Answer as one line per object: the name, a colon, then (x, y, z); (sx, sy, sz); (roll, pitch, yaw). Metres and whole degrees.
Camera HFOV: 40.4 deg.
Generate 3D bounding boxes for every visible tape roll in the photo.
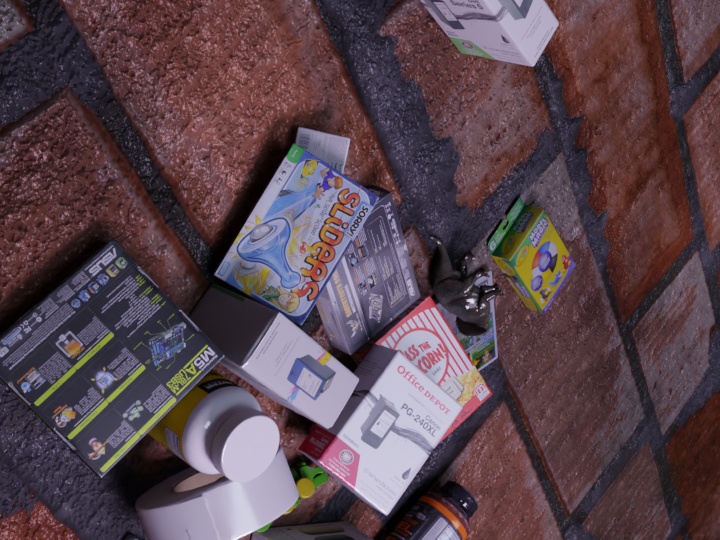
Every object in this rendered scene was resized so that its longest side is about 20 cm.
tape roll: (-0.184, 0.294, 1.258); (0.202, 0.202, 0.071); (-21, 94, -38)

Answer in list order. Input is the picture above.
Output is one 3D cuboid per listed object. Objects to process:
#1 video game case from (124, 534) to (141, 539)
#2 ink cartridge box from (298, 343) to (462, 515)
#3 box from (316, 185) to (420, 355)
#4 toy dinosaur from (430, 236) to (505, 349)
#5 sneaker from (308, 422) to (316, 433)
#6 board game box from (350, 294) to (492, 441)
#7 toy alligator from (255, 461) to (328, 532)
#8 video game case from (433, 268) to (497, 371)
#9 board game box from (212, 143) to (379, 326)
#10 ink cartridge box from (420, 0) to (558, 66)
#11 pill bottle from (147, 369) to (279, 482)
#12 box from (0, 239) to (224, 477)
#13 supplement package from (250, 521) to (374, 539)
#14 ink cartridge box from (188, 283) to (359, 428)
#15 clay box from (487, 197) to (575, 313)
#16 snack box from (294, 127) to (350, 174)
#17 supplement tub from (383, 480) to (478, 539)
video game case: (-0.307, 0.478, 1.348); (0.182, 0.022, 0.200); (-54, 134, -14)
ink cartridge box: (0.032, 0.230, 1.438); (0.145, 0.083, 0.200); (42, 76, -19)
box: (0.000, 0.000, 1.437); (0.158, 0.048, 0.200); (-38, 129, -26)
toy dinosaur: (0.164, 0.036, 1.566); (0.102, 0.077, 0.200); (-39, 109, 7)
sneaker: (0.013, 0.242, 1.525); (0.200, 0.081, 0.075); (22, 89, -46)
board game box: (0.096, 0.162, 1.538); (0.151, 0.046, 0.200); (-40, 106, -20)
toy alligator: (-0.094, 0.316, 1.473); (0.200, 0.059, 0.054); (-34, 87, -31)
video game case: (0.157, 0.115, 1.659); (0.200, 0.022, 0.182); (-30, 125, -34)
board game box: (-0.084, -0.047, 1.283); (0.135, 0.034, 0.200); (31, 89, -12)
ink cartridge box: (0.165, -0.386, 1.373); (0.200, 0.145, 0.084); (38, 80, -45)
pill bottle: (-0.194, 0.181, 1.209); (0.112, 0.200, 0.112); (-19, 119, -39)
box: (-0.293, 0.099, 1.124); (0.193, 0.048, 0.200); (48, 68, -11)
supplement package: (-0.063, 0.488, 1.496); (0.200, 0.152, 0.151); (11, 98, -46)
ink cartridge box: (-0.118, 0.115, 1.297); (0.088, 0.145, 0.200); (-57, 135, -14)
clay box: (0.303, -0.026, 1.725); (0.115, 0.048, 0.200); (-55, 136, -14)
snack box: (-0.069, -0.087, 1.313); (0.072, 0.024, 0.200); (11, 94, -8)
supplement tub: (0.116, 0.460, 1.696); (0.200, 0.107, 0.107); (-44, 132, -24)
